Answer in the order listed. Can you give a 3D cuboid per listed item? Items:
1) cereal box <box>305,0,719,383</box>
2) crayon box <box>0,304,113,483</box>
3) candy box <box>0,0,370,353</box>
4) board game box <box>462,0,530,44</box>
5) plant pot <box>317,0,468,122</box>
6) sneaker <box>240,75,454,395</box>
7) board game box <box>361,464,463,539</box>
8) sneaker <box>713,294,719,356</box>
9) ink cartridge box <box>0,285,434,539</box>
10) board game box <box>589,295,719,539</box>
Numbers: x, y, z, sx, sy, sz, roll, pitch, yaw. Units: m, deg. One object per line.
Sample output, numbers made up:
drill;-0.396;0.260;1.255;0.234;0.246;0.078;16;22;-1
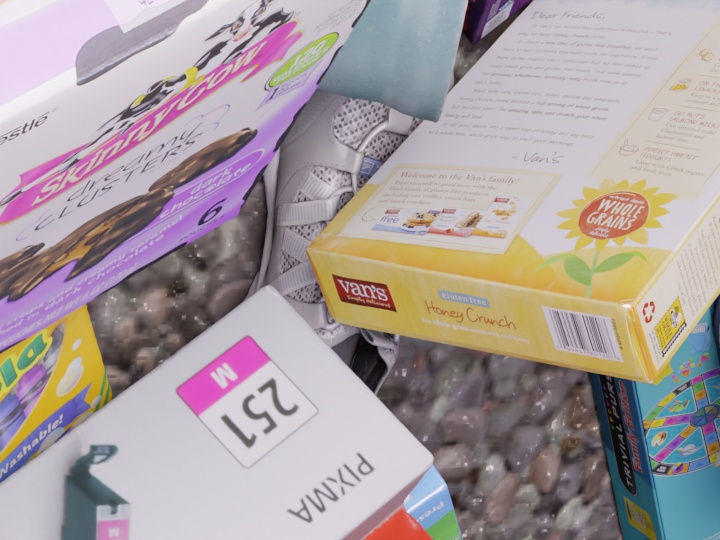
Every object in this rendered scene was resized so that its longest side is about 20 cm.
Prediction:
cereal box;0.093;-0.046;0.901;0.200;0.143;0.040;-47;131;-33
crayon box;-0.149;0.058;0.852;0.126;0.051;0.200;-46;159;-19
candy box;-0.088;-0.050;0.694;0.167;0.072;0.200;-32;169;-31
board game box;0.089;-0.151;0.875;0.120;0.200;0.032;-33;83;-9
plant pot;-0.025;-0.159;0.816;0.133;0.201;0.202;9;113;-1
sneaker;0.000;0.000;0.957;0.074;0.082;0.201;5;112;-29
board game box;-0.021;0.159;1.006;0.151;0.037;0.200;-35;152;-9
sneaker;0.216;0.001;0.977;0.070;0.109;0.200;34;121;-24
ink cartridge box;-0.045;0.124;0.852;0.200;0.174;0.044;-37;166;-34
board game box;0.176;0.030;1.087;0.150;0.047;0.201;-24;123;-15
